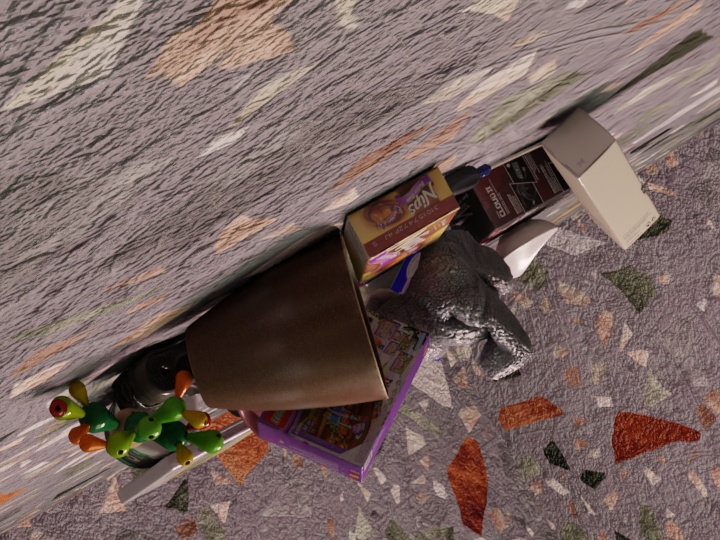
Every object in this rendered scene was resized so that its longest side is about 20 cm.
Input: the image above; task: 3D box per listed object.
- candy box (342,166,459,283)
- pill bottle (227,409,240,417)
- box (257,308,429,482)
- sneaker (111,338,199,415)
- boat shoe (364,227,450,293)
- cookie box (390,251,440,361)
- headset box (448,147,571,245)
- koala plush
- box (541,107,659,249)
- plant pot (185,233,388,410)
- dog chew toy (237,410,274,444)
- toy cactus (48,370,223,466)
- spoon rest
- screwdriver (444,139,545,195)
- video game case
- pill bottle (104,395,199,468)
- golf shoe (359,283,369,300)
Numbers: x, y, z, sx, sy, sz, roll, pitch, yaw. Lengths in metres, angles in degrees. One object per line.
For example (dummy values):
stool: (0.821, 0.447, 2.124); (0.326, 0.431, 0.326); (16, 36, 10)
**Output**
candy box: (0.041, -0.048, 1.372); (0.115, 0.057, 0.200); (-29, 176, -7)
pill bottle: (-0.112, 0.110, 1.673); (0.198, 0.118, 0.116); (-30, 174, 10)
box: (-0.017, 0.134, 1.420); (0.039, 0.135, 0.201); (91, 24, -53)
sneaker: (-0.232, 0.132, 1.488); (0.113, 0.077, 0.199); (-29, 174, 32)
boat shoe: (0.077, -0.002, 1.908); (0.198, 0.067, 0.074); (-28, 175, -16)
cookie box: (0.105, 0.038, 1.800); (0.173, 0.074, 0.200); (-64, 162, -3)
headset box: (0.209, -0.104, 1.630); (0.198, 0.078, 0.149); (-27, 174, -15)
koala plush: (0.086, 0.060, 1.550); (0.199, 0.179, 0.183); (-31, 137, 24)
box: (0.307, -0.113, 1.527); (0.068, 0.082, 0.200); (-43, 143, 3)
plant pot: (-0.087, 0.080, 1.341); (0.197, 0.190, 0.187); (-17, 175, 1)
dog chew toy: (-0.066, 0.125, 1.523); (0.200, 0.125, 0.124); (-44, -178, -27)
toy cactus: (-0.256, 0.167, 1.352); (0.197, 0.104, 0.165); (4, 170, -21)
spoon rest: (0.215, -0.023, 1.687); (0.098, 0.061, 0.200); (-29, 176, -17)
screwdriver: (0.165, -0.131, 1.443); (0.198, 0.028, 0.029); (-29, 146, -30)
video game case: (-0.227, 0.253, 1.664); (0.181, 0.023, 0.200); (-24, 171, -37)
pill bottle: (-0.292, 0.210, 1.651); (0.112, 0.114, 0.200); (-27, 173, -24)
golf shoe: (-0.066, 0.065, 1.795); (0.197, 0.093, 0.075); (-9, -163, 15)
